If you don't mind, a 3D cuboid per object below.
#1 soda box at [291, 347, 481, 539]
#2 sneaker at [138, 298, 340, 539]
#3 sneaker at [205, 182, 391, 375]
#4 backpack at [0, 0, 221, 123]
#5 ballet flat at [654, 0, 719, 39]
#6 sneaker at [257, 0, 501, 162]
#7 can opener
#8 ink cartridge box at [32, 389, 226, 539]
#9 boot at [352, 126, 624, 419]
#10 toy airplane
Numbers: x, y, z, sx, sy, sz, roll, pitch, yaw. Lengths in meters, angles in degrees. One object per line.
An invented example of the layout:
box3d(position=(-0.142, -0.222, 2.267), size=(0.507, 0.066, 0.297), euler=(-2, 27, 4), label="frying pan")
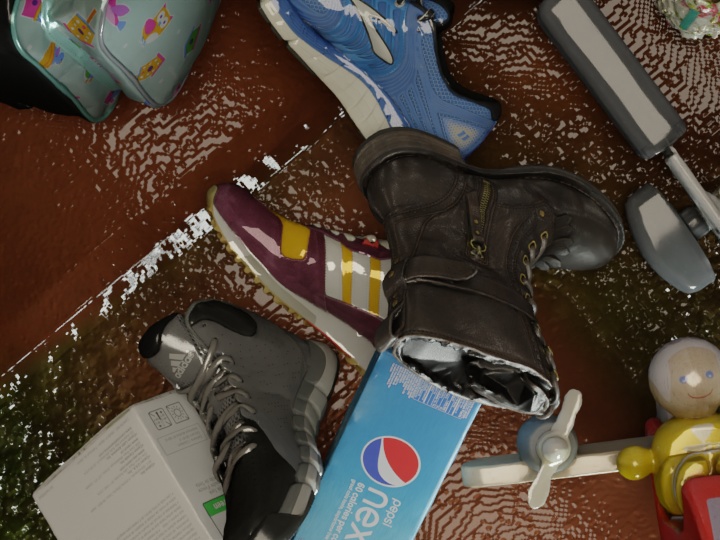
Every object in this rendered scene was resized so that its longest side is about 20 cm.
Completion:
box3d(position=(0.011, 0.118, 1.019), size=(0.064, 0.068, 0.200), euler=(24, 119, -1), label="soda box")
box3d(position=(-0.081, 0.083, 0.993), size=(0.115, 0.200, 0.075), euler=(35, 115, -13), label="sneaker")
box3d(position=(0.000, 0.000, 1.056), size=(0.200, 0.075, 0.090), euler=(41, 94, -10), label="sneaker")
box3d(position=(-0.155, -0.197, 0.994), size=(0.153, 0.176, 0.200), euler=(11, 80, 15), label="backpack")
box3d(position=(0.233, -0.233, 1.049), size=(0.076, 0.064, 0.200), euler=(18, 91, 1), label="ballet flat")
box3d(position=(0.008, -0.147, 1.042), size=(0.089, 0.079, 0.200), euler=(-39, 99, 16), label="sneaker")
box3d(position=(0.165, -0.080, 1.059), size=(0.066, 0.053, 0.200), euler=(-32, 91, 2), label="can opener")
box3d(position=(-0.098, 0.182, 1.029), size=(0.109, 0.050, 0.200), euler=(-40, 77, 34), label="ink cartridge box")
box3d(position=(0.080, 0.013, 0.985), size=(0.200, 0.174, 0.069), euler=(15, 130, -27), label="boot")
box3d(position=(0.188, 0.097, 0.996), size=(0.200, 0.199, 0.141), euler=(-28, 120, -39), label="toy airplane")
